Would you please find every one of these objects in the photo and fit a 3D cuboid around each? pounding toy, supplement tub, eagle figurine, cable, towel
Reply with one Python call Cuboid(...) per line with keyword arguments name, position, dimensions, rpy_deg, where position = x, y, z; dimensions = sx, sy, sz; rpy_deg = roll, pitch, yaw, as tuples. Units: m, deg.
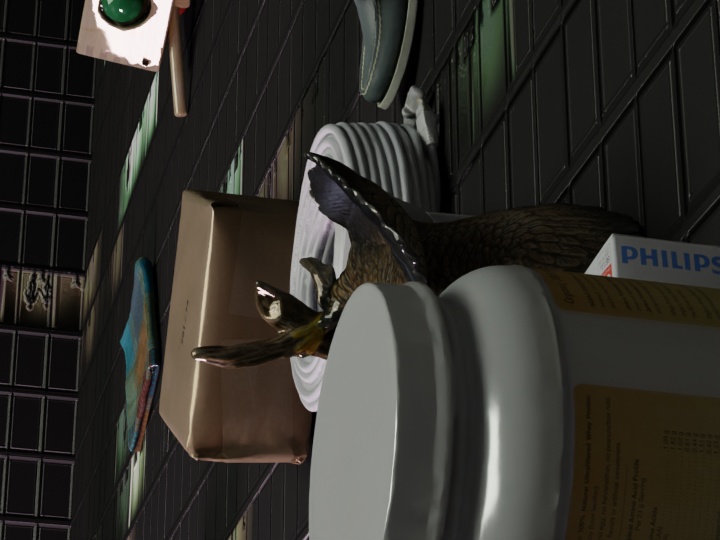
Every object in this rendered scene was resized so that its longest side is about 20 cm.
Cuboid(name="pounding toy", position=(-0.244, -0.316, 2.609), dimensions=(0.201, 0.141, 0.185), rpy_deg=(-84, 8, -56))
Cuboid(name="supplement tub", position=(0.092, 0.075, 0.793), dimensions=(0.145, 0.198, 0.146), rpy_deg=(-174, 90, -77))
Cuboid(name="eagle figurine", position=(0.030, 0.000, 1.111), dimensions=(0.152, 0.151, 0.200), rpy_deg=(-39, -5, -37))
Cuboid(name="cable", position=(0.000, 0.000, 1.502), dimensions=(0.200, 0.069, 0.201), rpy_deg=(112, 160, -49))
Cuboid(name="towel", position=(-0.265, 0.098, 2.694), dimensions=(0.201, 0.022, 0.147), rpy_deg=(-100, 20, -50))

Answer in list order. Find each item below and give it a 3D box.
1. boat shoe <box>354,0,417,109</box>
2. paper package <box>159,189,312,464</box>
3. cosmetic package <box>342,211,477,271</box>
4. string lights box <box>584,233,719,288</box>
Cuboid(name="boat shoe", position=(0.006, -0.214, 1.589), dimensions=(0.073, 0.061, 0.202), rpy_deg=(151, 124, -74))
Cuboid(name="paper package", position=(-0.097, 0.042, 1.828), dimensions=(0.191, 0.103, 0.202), rpy_deg=(-156, 72, -76))
Cuboid(name="cosmetic package", position=(0.042, 0.022, 1.307), dimensions=(0.200, 0.071, 0.102), rpy_deg=(180, 95, -76))
Cuboid(name="string lights box", position=(0.123, 0.098, 0.954), dimensions=(0.103, 0.058, 0.201), rpy_deg=(116, 156, -58))
